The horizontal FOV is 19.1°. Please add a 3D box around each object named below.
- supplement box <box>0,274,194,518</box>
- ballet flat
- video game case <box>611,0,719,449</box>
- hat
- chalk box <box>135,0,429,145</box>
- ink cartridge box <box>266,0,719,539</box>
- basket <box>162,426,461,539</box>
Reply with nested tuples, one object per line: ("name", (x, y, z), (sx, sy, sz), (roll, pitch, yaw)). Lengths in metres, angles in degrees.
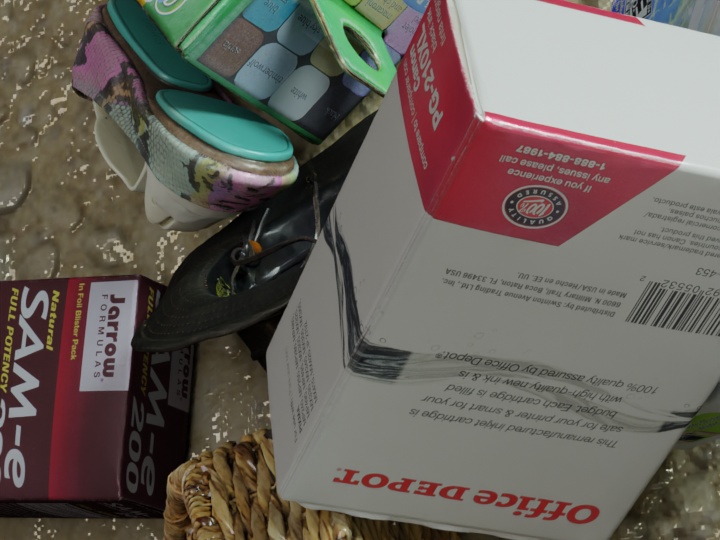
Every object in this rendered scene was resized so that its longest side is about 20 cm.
("supplement box", (-0.181, 0.064, 1.035), (0.199, 0.061, 0.109), (-3, 75, 25))
("ballet flat", (-0.087, -0.063, 1.001), (0.200, 0.069, 0.071), (47, 120, 51))
("video game case", (0.158, -0.044, 0.837), (0.181, 0.045, 0.201), (149, 126, -62))
("hat", (0.000, 0.000, 0.937), (0.200, 0.201, 0.081), (-32, 104, 16))
("chalk box", (-0.035, -0.152, 0.972), (0.124, 0.124, 0.200), (-46, 57, 10))
("ink cartridge box", (0.063, 0.004, 0.796), (0.085, 0.144, 0.200), (-100, 28, -45))
("basket", (-0.032, 0.172, 0.884), (0.149, 0.143, 0.201), (-22, 68, 19))
